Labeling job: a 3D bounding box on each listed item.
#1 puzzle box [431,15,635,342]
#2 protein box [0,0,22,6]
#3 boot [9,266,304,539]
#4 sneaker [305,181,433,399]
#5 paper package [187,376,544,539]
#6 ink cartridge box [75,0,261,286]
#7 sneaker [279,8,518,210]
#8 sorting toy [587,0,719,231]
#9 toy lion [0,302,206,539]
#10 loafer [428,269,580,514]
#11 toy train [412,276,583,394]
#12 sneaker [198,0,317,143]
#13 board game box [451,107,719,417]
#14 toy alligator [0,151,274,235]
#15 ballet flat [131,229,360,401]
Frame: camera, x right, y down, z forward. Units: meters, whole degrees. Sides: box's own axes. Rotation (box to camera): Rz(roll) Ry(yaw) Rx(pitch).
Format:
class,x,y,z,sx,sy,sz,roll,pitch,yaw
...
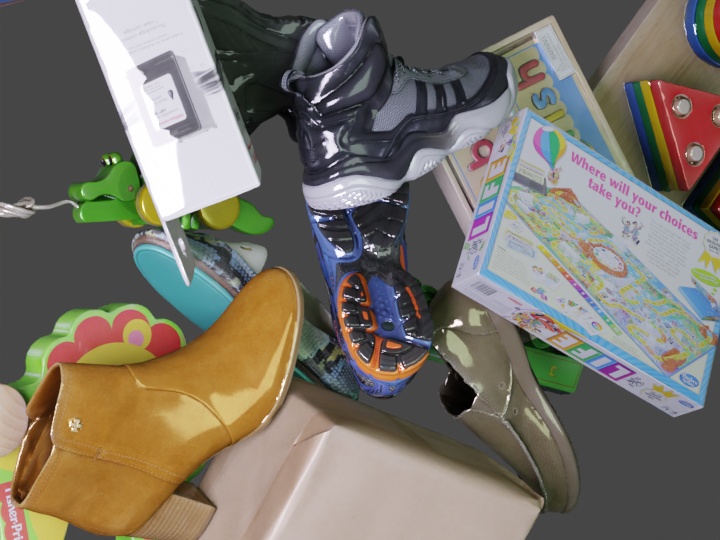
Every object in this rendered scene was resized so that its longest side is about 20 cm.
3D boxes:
class,x,y,z,sx,sy,sz,roll,pitch,yaw
puzzle box,0.125,-0.066,1.525,0.132,0.025,0.201,-28,91,-18
protein box,-0.214,-0.303,1.311,0.200,0.135,0.199,-48,111,-17
boot,-0.128,0.074,1.336,0.143,0.071,0.203,23,93,-39
sneaker,0.000,0.000,1.442,0.075,0.079,0.201,-1,55,-9
paper package,-0.011,0.189,1.418,0.199,0.103,0.192,25,96,-36
ink cartridge box,-0.111,-0.101,1.312,0.066,0.116,0.202,-21,98,0
sneaker,0.026,-0.128,1.420,0.200,0.075,0.115,-35,115,-37
sorting toy,0.283,-0.120,1.609,0.199,0.069,0.201,43,74,-22
toy lion,-0.178,0.127,1.394,0.190,0.068,0.202,-12,98,-34
loafer,0.093,0.092,1.495,0.067,0.076,0.201,-28,109,-8
toy train,0.078,0.046,1.529,0.199,0.042,0.057,15,96,-27
sneaker,-0.093,-0.138,1.417,0.198,0.076,0.092,14,90,-25
board game box,0.166,-0.004,1.473,0.199,0.034,0.135,30,61,-21
toy alligator,-0.147,-0.056,1.397,0.198,0.059,0.055,4,88,-27
ballet flat,-0.072,0.023,1.442,0.200,0.074,0.074,46,73,-25
